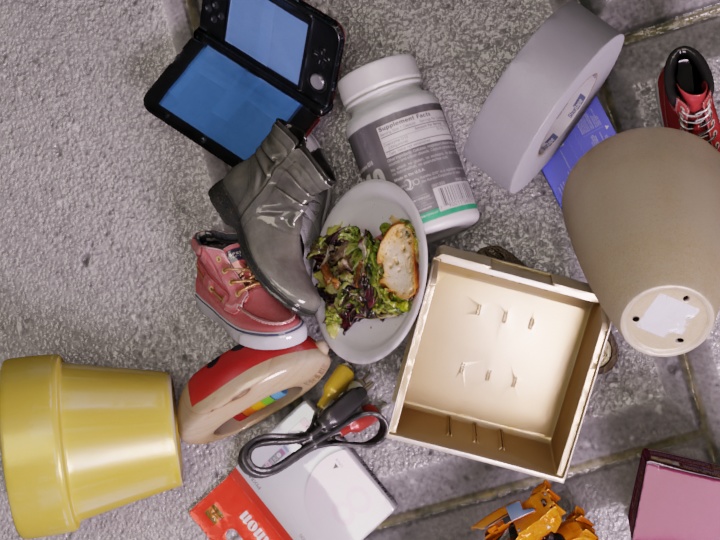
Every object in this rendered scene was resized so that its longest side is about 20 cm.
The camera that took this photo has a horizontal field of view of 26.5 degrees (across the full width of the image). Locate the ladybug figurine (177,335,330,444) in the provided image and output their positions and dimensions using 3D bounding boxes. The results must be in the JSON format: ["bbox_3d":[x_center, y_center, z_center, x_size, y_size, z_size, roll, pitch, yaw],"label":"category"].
[{"bbox_3d":[-0.125,0.125,1.722,0.199,0.136,0.072,-30,74,8],"label":"ladybug figurine"}]

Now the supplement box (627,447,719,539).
[{"bbox_3d":[0.341,0.244,1.597,0.109,0.200,0.087,12,89,10],"label":"supplement box"}]

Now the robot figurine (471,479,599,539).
[{"bbox_3d":[0.155,0.318,1.672,0.199,0.145,0.058,-36,39,17],"label":"robot figurine"}]

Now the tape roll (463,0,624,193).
[{"bbox_3d":[0.192,-0.181,1.605,0.066,0.200,0.201,36,93,11],"label":"tape roll"}]

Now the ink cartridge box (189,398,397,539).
[{"bbox_3d":[-0.080,0.273,1.749,0.200,0.057,0.163,-41,81,1],"label":"ink cartridge box"}]

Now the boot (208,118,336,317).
[{"bbox_3d":[-0.074,-0.061,1.658,0.130,0.068,0.201,-41,68,18],"label":"boot"}]

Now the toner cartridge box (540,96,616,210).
[{"bbox_3d":[0.241,-0.139,1.717,0.094,0.043,0.202,-27,82,9],"label":"toner cartridge box"}]

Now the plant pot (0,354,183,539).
[{"bbox_3d":[-0.299,0.190,1.727,0.187,0.201,0.203,-6,86,-5],"label":"plant pot"}]

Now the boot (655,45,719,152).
[{"bbox_3d":[0.363,-0.136,1.645,0.072,0.144,0.202,-15,86,6],"label":"boot"}]

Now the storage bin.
[{"bbox_3d":[0.149,0.098,1.650,0.198,0.094,0.201,14,107,-1],"label":"storage bin"}]

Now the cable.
[{"bbox_3d":[-0.047,0.184,1.707,0.199,0.050,0.098,-35,96,-23],"label":"cable"}]

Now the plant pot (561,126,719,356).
[{"bbox_3d":[0.304,-0.014,1.570,0.185,0.201,0.189,2,129,3],"label":"plant pot"}]

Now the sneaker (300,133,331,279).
[{"bbox_3d":[-0.074,-0.069,1.748,0.074,0.082,0.203,-4,86,10],"label":"sneaker"}]

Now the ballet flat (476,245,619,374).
[{"bbox_3d":[0.206,0.043,1.711,0.200,0.046,0.067,43,95,10],"label":"ballet flat"}]

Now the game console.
[{"bbox_3d":[-0.135,-0.231,1.731,0.199,0.119,0.173,33,136,20],"label":"game console"}]

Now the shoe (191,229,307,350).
[{"bbox_3d":[-0.130,0.018,1.702,0.071,0.199,0.092,-19,116,-28],"label":"shoe"}]

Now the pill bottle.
[{"bbox_3d":[0.050,-0.131,1.715,0.112,0.113,0.202,-20,83,8],"label":"pill bottle"}]

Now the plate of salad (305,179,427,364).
[{"bbox_3d":[0.000,0.000,1.657,0.199,0.048,0.203,-10,77,50],"label":"plate of salad"}]

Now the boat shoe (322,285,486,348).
[{"bbox_3d":[0.052,0.054,1.726,0.198,0.072,0.067,-7,90,10],"label":"boat shoe"}]
